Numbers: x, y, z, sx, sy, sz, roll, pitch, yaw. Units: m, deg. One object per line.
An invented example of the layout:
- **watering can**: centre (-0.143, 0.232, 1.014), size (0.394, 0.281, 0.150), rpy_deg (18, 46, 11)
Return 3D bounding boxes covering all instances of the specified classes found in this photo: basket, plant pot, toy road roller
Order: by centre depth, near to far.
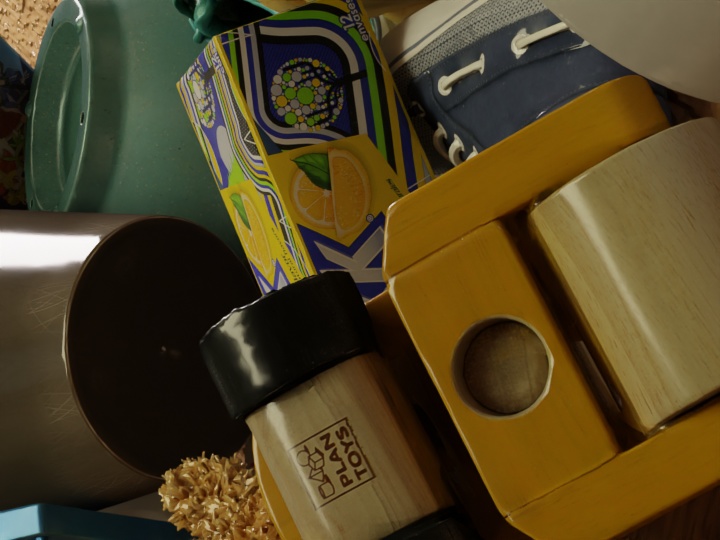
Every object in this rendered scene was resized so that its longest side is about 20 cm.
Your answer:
- **toy road roller**: centre (0.056, 0.036, 0.776), size (0.199, 0.146, 0.123), rpy_deg (-30, 80, 14)
- **basket**: centre (-0.145, 0.045, 1.047), size (0.199, 0.136, 0.181), rpy_deg (-9, 63, 47)
- **plant pot**: centre (-0.090, -0.069, 1.155), size (0.200, 0.133, 0.202), rpy_deg (-174, 90, -68)

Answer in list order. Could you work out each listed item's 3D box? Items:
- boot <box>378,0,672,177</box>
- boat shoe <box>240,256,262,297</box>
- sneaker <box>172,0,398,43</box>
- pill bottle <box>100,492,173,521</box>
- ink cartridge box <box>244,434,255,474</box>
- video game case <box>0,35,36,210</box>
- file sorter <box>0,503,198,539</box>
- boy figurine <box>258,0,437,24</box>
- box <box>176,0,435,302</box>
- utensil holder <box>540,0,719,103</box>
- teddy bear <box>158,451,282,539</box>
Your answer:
- **boot**: centre (0.051, -0.055, 0.883), size (0.200, 0.072, 0.091), rpy_deg (138, 139, -58)
- **boat shoe**: centre (-0.028, 0.021, 1.063), size (0.200, 0.067, 0.072), rpy_deg (-45, 54, 51)
- **sneaker**: centre (-0.053, -0.142, 1.062), size (0.200, 0.079, 0.078), rpy_deg (49, 158, 32)
- **pill bottle**: centre (-0.152, 0.136, 1.285), size (0.200, 0.109, 0.110), rpy_deg (-154, 71, -66)
- **ink cartridge box**: centre (-0.002, 0.116, 0.979), size (0.116, 0.066, 0.201), rpy_deg (154, 120, -64)
- **video game case**: centre (-0.200, 0.003, 1.205), size (0.023, 0.182, 0.200), rpy_deg (21, 71, 46)
- **file sorter**: centre (-0.128, 0.185, 1.051), size (0.138, 0.200, 0.124), rpy_deg (-16, 71, 30)
- **boy figurine**: centre (0.011, -0.136, 0.928), size (0.124, 0.200, 0.065), rpy_deg (-17, 81, 20)
- **box**: centre (0.000, 0.000, 0.903), size (0.201, 0.064, 0.070), rpy_deg (67, 159, 4)
- **utensil holder**: centre (0.133, -0.158, 0.595), size (0.200, 0.169, 0.171), rpy_deg (126, 144, -56)
- **teddy bear**: centre (-0.046, 0.138, 0.905), size (0.200, 0.066, 0.146), rpy_deg (169, 104, -64)
